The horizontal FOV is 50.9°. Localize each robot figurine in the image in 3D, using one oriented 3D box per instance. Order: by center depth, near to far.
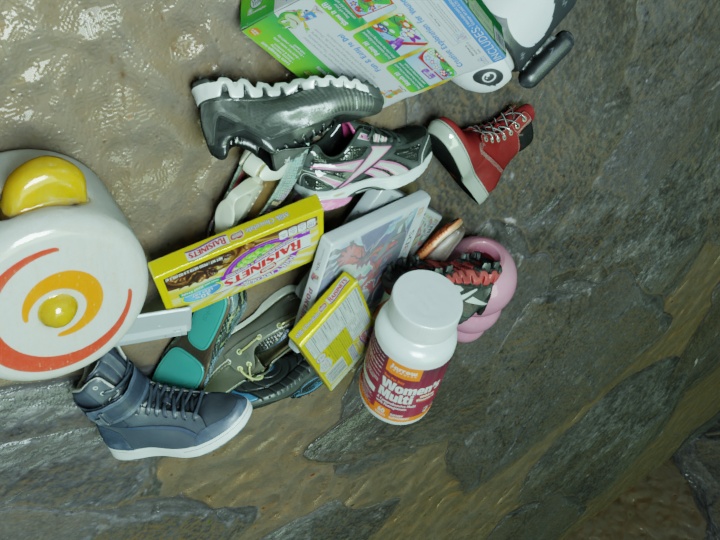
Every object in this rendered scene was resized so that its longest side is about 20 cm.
[{"bbox_3d":[0.163,-0.299,0.851,0.201,0.150,0.124,-48,156,6],"label":"robot figurine"}]

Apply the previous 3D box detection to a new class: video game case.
[{"bbox_3d":[0.000,0.000,0.976,0.198,0.023,0.185,-28,148,-43],"label":"video game case"},{"bbox_3d":[0.017,-0.025,1.036,0.183,0.023,0.199,-53,154,11],"label":"video game case"}]

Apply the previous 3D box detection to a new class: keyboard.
[{"bbox_3d":[-0.283,0.069,0.828,0.195,0.011,0.057,-9,147,-19],"label":"keyboard"}]

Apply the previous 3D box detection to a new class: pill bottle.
[{"bbox_3d":[0.064,0.101,0.978,0.108,0.110,0.203,-20,145,-28],"label":"pill bottle"}]

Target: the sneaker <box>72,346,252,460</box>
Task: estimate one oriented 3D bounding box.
[{"bbox_3d":[-0.237,0.146,0.877,0.197,0.078,0.149,-12,124,13],"label":"sneaker"}]

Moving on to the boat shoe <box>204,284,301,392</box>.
[{"bbox_3d":[-0.142,0.107,1.008,0.201,0.060,0.072,-42,143,-3],"label":"boat shoe"}]

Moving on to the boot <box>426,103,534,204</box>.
[{"bbox_3d":[0.168,-0.187,1.015,0.145,0.072,0.199,-48,152,5],"label":"boot"}]

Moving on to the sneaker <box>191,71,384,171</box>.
[{"bbox_3d":[-0.070,-0.146,0.764,0.194,0.093,0.066,-4,176,-14],"label":"sneaker"}]

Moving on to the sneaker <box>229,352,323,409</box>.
[{"bbox_3d":[-0.104,0.161,1.087,0.196,0.073,0.083,-20,140,-28],"label":"sneaker"}]

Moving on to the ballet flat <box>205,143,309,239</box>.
[{"bbox_3d":[-0.116,-0.094,0.827,0.202,0.069,0.071,-59,164,24],"label":"ballet flat"}]

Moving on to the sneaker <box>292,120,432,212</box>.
[{"bbox_3d":[0.006,-0.142,0.899,0.197,0.080,0.088,-28,131,-29],"label":"sneaker"}]

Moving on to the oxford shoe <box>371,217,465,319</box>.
[{"bbox_3d":[0.100,0.012,1.120,0.201,0.072,0.071,-53,177,22],"label":"oxford shoe"}]

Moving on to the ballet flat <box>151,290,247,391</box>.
[{"bbox_3d":[-0.197,0.095,0.946,0.073,0.075,0.202,10,122,-47],"label":"ballet flat"}]

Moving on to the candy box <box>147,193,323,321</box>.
[{"bbox_3d":[-0.132,-0.013,0.845,0.196,0.027,0.103,-24,156,-14],"label":"candy box"}]

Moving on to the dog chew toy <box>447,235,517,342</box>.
[{"bbox_3d":[0.176,0.041,1.206,0.122,0.125,0.203,-24,147,-24],"label":"dog chew toy"}]

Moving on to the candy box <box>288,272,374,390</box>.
[{"bbox_3d":[-0.029,0.083,0.964,0.103,0.026,0.201,-50,158,-13],"label":"candy box"}]

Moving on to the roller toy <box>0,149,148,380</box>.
[{"bbox_3d":[-0.292,-0.002,0.693,0.200,0.140,0.182,-46,144,2],"label":"roller toy"}]

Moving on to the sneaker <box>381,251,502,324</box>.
[{"bbox_3d":[0.111,0.031,1.045,0.196,0.070,0.101,-3,112,-35],"label":"sneaker"}]

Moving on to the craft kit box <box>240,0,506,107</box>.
[{"bbox_3d":[0.017,-0.238,0.747,0.194,0.050,0.199,-18,154,29],"label":"craft kit box"}]
